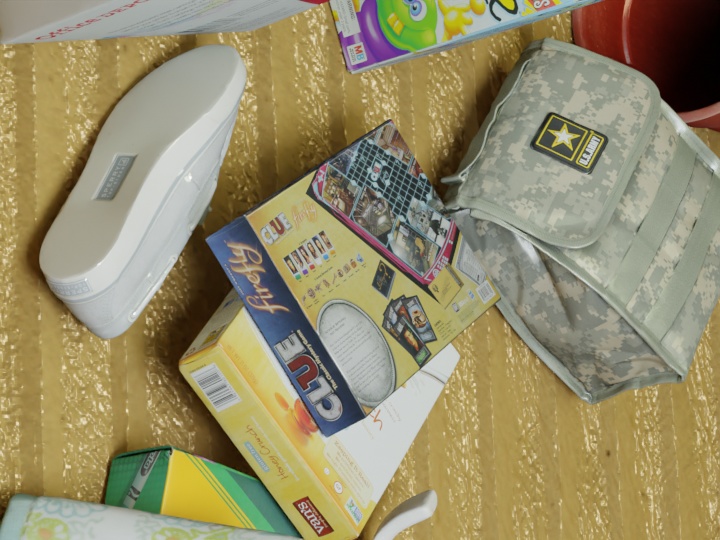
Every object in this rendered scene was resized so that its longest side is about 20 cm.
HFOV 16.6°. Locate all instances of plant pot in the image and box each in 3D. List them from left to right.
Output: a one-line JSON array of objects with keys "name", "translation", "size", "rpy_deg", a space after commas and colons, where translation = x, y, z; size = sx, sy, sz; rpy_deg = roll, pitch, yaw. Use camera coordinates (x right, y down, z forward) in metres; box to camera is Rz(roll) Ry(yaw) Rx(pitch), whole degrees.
[{"name": "plant pot", "translation": [0.289, -0.176, 1.775], "size": [0.195, 0.200, 0.202], "rpy_deg": [20, 68, -47]}]

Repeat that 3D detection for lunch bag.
[{"name": "lunch bag", "translation": [0.153, -0.041, 1.660], "size": [0.200, 0.117, 0.164], "rpy_deg": [44, 54, -21]}]

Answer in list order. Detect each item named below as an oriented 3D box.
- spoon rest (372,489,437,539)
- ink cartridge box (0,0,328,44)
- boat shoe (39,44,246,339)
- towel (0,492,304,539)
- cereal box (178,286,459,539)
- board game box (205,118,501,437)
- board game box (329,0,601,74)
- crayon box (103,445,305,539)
[{"name": "spoon rest", "translation": [0.048, 0.240, 1.534], "size": [0.099, 0.060, 0.201], "rpy_deg": [-46, 119, -76]}, {"name": "ink cartridge box", "translation": [-0.106, -0.218, 1.429], "size": [0.199, 0.145, 0.146], "rpy_deg": [-10, 88, -45]}, {"name": "boat shoe", "translation": [-0.116, -0.046, 1.441], "size": [0.069, 0.072, 0.201], "rpy_deg": [65, 36, -41]}, {"name": "towel", "translation": [-0.128, 0.226, 1.310], "size": [0.048, 0.170, 0.201], "rpy_deg": [82, 19, -69]}, {"name": "cereal box", "translation": [-0.020, 0.054, 1.481], "size": [0.144, 0.039, 0.200], "rpy_deg": [53, 34, -14]}, {"name": "board game box", "translation": [0.000, 0.000, 1.481], "size": [0.136, 0.035, 0.200], "rpy_deg": [59, 32, -3]}, {"name": "board game box", "translation": [0.080, -0.203, 1.565], "size": [0.105, 0.199, 0.104], "rpy_deg": [-18, 94, -44]}, {"name": "crayon box", "translation": [-0.098, 0.214, 1.403], "size": [0.118, 0.058, 0.201], "rpy_deg": [26, 64, -38]}]
